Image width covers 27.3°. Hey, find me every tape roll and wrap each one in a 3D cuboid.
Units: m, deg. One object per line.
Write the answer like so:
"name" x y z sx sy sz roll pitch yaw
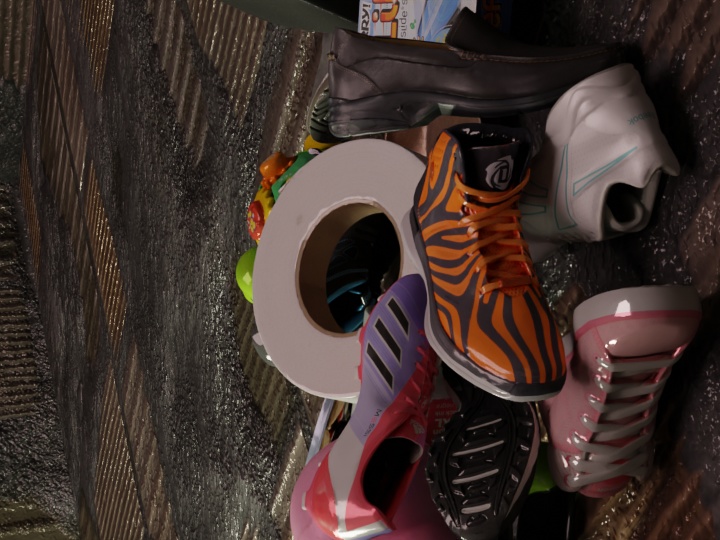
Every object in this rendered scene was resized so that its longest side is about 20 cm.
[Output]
"tape roll" 0.000 0.000 1.137 0.202 0.037 0.205 -11 72 38

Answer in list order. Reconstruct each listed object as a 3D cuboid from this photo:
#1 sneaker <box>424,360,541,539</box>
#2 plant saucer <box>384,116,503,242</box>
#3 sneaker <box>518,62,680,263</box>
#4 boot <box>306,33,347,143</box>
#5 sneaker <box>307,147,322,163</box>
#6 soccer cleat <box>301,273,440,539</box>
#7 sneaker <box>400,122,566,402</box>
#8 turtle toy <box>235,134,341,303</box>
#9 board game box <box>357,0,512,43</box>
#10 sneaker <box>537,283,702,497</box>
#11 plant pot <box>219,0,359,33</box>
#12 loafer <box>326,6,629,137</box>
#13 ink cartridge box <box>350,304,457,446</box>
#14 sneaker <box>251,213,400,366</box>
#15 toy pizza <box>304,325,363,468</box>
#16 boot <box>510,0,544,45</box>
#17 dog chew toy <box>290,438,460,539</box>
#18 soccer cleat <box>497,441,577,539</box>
"sneaker" 0.092 0.118 0.985 0.200 0.073 0.080 -73 -36 -61
"plant saucer" 0.070 -0.087 1.178 0.200 0.036 0.202 176 90 -69
"sneaker" 0.140 -0.045 0.952 0.081 0.070 0.201 61 157 18
"boot" -0.030 -0.244 1.373 0.201 0.072 0.183 59 134 39
"sneaker" -0.037 -0.011 1.346 0.087 0.074 0.201 15 84 35
"soccer cleat" 0.025 0.090 0.998 0.076 0.067 0.201 -8 50 48
"sneaker" 0.077 -0.018 0.908 0.201 0.077 0.113 -118 31 -44
"turtle toy" -0.064 -0.036 1.458 0.201 0.100 0.146 109 150 -47
"board game box" 0.053 -0.217 1.033 0.135 0.034 0.202 19 109 53
"sneaker" 0.160 0.079 0.906 0.200 0.075 0.106 119 147 -68
"plant pot" -0.056 -0.299 1.217 0.177 0.199 0.201 34 103 43
"loafer" 0.072 -0.133 0.950 0.073 0.198 0.073 -41 -56 -79
"ink cartridge box" 0.052 0.147 1.203 0.145 0.083 0.201 -126 38 -55
"sneaker" -0.004 0.009 1.254 0.082 0.200 0.073 3 137 46
"toy pizza" -0.008 0.117 1.325 0.200 0.031 0.202 19 -90 -85
"boot" 0.096 -0.251 1.050 0.146 0.070 0.202 41 133 54
"dog chew toy" 0.033 0.212 1.049 0.201 0.124 0.125 59 149 26
"soccer cleat" 0.117 0.221 1.062 0.081 0.067 0.202 -124 38 -66
